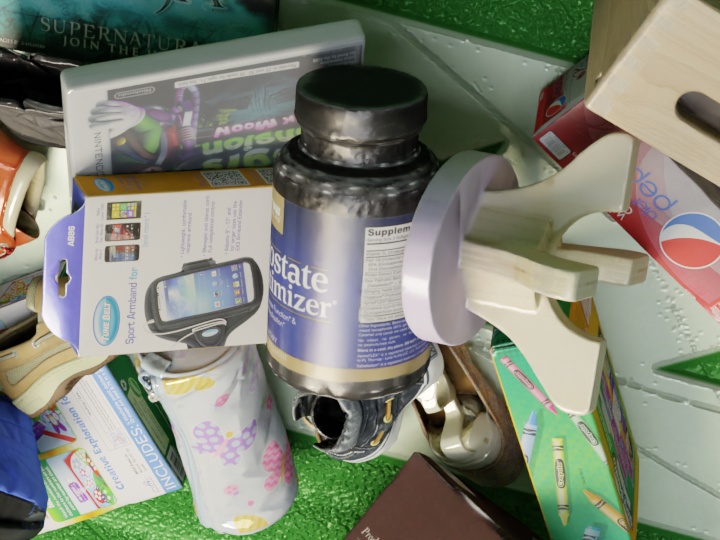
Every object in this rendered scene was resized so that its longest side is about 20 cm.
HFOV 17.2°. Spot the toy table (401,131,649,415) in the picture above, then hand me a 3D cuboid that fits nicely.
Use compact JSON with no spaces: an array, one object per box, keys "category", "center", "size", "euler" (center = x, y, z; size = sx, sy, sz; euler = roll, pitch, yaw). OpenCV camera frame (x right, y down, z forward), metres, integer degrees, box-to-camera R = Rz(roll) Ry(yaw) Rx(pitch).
[{"category":"toy table","center":[0.112,-0.008,1.547],"size":[0.117,0.200,0.185],"euler":[12,110,19]}]

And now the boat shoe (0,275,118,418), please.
[{"category":"boat shoe","center":[-0.205,0.032,1.689],"size":[0.076,0.072,0.200],"euler":[42,124,-12]}]

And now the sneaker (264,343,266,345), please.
[{"category":"sneaker","center":[0.000,0.000,1.681],"size":[0.200,0.074,0.087],"euler":[-32,88,33]}]

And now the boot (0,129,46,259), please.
[{"category":"boot","center":[-0.290,-0.020,1.717],"size":[0.107,0.075,0.200],"euler":[23,122,3]}]

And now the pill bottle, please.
[{"category":"pill bottle","center":[-0.004,-0.026,1.552],"size":[0.111,0.112,0.201],"euler":[5,114,6]}]

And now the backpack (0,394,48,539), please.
[{"category":"backpack","center":[-0.327,0.136,1.729],"size":[0.162,0.168,0.200],"euler":[-29,146,28]}]

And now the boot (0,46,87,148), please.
[{"category":"boot","center":[-0.166,-0.108,1.609],"size":[0.199,0.132,0.070],"euler":[3,83,5]}]

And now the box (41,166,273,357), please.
[{"category":"box","center":[-0.119,-0.007,1.602],"size":[0.199,0.041,0.119],"euler":[-3,115,-19]}]

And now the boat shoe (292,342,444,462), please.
[{"category":"boat shoe","center":[-0.015,0.101,1.706],"size":[0.071,0.091,0.200],"euler":[53,152,11]}]

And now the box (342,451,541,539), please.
[{"category":"box","center":[0.065,0.278,1.733],"size":[0.200,0.166,0.164],"euler":[-50,132,2]}]

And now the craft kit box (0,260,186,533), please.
[{"category":"craft kit box","center":[-0.262,0.110,1.820],"size":[0.197,0.049,0.200],"euler":[-20,116,17]}]

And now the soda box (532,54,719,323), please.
[{"category":"soda box","center":[0.208,-0.058,1.625],"size":[0.063,0.070,0.200],"euler":[-37,109,27]}]

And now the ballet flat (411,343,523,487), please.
[{"category":"ballet flat","center":[0.062,0.097,1.746],"size":[0.068,0.067,0.200],"euler":[-20,117,19]}]

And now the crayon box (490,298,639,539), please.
[{"category":"crayon box","center":[0.150,0.100,1.703],"size":[0.058,0.119,0.201],"euler":[-11,119,15]}]

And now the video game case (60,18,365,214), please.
[{"category":"video game case","center":[-0.098,-0.087,1.594],"size":[0.199,0.023,0.182],"euler":[-11,147,-11]}]

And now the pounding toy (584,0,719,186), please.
[{"category":"pounding toy","center":[0.244,-0.107,1.522],"size":[0.200,0.184,0.142],"euler":[30,122,-10]}]

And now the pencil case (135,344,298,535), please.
[{"category":"pencil case","center":[-0.103,0.108,1.740],"size":[0.083,0.091,0.200],"euler":[14,144,26]}]

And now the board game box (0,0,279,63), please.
[{"category":"board game box","center":[-0.153,-0.201,1.617],"size":[0.199,0.028,0.136],"euler":[9,123,3]}]
